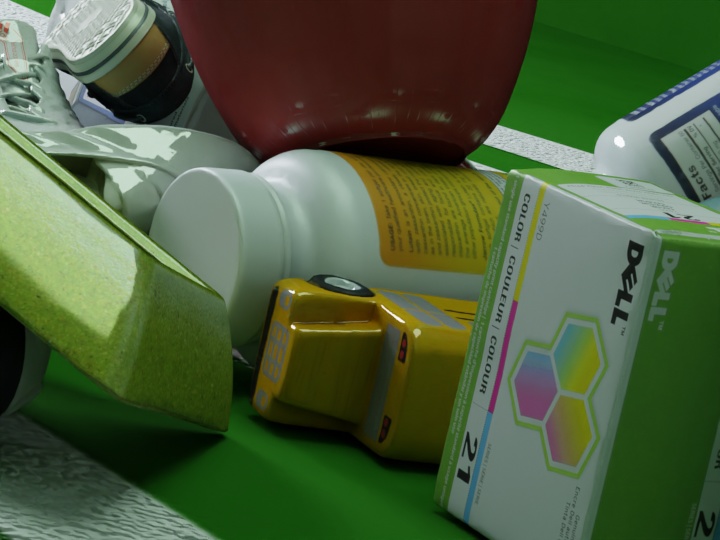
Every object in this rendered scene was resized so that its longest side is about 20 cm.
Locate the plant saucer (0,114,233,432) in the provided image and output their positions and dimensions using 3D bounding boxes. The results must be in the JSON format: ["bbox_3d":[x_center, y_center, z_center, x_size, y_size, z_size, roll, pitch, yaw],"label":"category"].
[{"bbox_3d":[-0.134,-0.020,1.011,0.200,0.048,0.200,38,0,11],"label":"plant saucer"}]

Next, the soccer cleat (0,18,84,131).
[{"bbox_3d":[-0.188,-0.090,1.350,0.068,0.086,0.200,7,10,-25],"label":"soccer cleat"}]

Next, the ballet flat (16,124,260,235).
[{"bbox_3d":[-0.144,-0.035,1.207,0.198,0.070,0.069,7,11,-12],"label":"ballet flat"}]

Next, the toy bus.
[{"bbox_3d":[0.053,0.052,1.142,0.199,0.066,0.078,8,13,-27],"label":"toy bus"}]

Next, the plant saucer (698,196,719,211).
[{"bbox_3d":[0.240,0.028,1.270,0.198,0.036,0.201,15,46,-16],"label":"plant saucer"}]

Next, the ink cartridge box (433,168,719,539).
[{"bbox_3d":[0.124,0.057,0.967,0.075,0.149,0.200,6,13,-32],"label":"ink cartridge box"}]

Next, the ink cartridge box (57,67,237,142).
[{"bbox_3d":[-0.092,-0.075,1.500,0.145,0.088,0.200,24,5,-34],"label":"ink cartridge box"}]

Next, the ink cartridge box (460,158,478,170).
[{"bbox_3d":[0.058,-0.037,1.450,0.173,0.044,0.200,42,2,-19],"label":"ink cartridge box"}]

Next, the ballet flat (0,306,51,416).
[{"bbox_3d":[-0.165,0.021,1.031,0.073,0.074,0.200,7,10,-29],"label":"ballet flat"}]

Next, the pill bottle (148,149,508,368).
[{"bbox_3d":[0.000,0.000,1.217,0.199,0.112,0.111,5,13,-38],"label":"pill bottle"}]

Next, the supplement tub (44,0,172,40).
[{"bbox_3d":[-0.113,-0.136,1.745,0.198,0.133,0.132,8,11,-20],"label":"supplement tub"}]

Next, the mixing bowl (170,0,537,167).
[{"bbox_3d":[0.002,-0.105,1.256,0.198,0.109,0.200,-6,-13,-1],"label":"mixing bowl"}]

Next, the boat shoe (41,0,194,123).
[{"bbox_3d":[-0.131,-0.123,1.397,0.062,0.075,0.200,45,1,-18],"label":"boat shoe"}]

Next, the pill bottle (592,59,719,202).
[{"bbox_3d":[0.209,-0.058,1.487,0.199,0.112,0.111,-31,18,-4],"label":"pill bottle"}]
